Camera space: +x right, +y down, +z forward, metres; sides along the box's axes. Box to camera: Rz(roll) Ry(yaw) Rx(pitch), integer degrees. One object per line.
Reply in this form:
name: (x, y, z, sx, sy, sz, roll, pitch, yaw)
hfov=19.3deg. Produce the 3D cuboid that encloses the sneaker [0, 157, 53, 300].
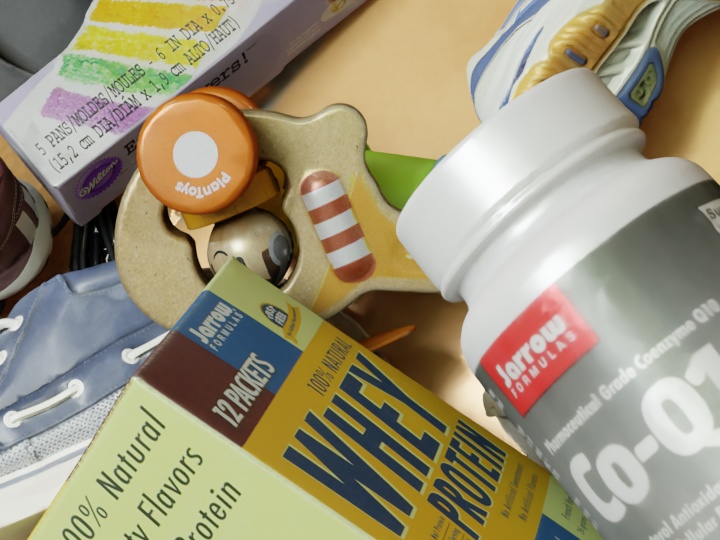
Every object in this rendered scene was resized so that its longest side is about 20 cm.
sneaker: (-0.234, -0.014, 0.892, 0.199, 0.116, 0.076, -19, 71, -6)

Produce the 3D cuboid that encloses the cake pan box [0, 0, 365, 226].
cake pan box: (-0.115, -0.145, 0.958, 0.200, 0.052, 0.184, -38, 68, -8)

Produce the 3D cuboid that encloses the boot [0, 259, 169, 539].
boot: (-0.145, 0.063, 0.894, 0.199, 0.073, 0.091, -23, 77, -7)

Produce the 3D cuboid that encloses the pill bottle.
pill bottle: (0.108, 0.033, 0.761, 0.114, 0.114, 0.200, -40, 77, 6)

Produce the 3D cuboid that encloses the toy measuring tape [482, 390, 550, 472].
toy measuring tape: (0.126, 0.106, 0.838, 0.074, 0.074, 0.200, -40, 71, 6)

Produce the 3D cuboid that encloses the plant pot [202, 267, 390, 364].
plant pot: (-0.065, 0.099, 0.924, 0.199, 0.027, 0.201, -3, 78, 16)

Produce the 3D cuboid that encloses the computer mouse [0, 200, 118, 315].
computer mouse: (-0.203, -0.035, 0.984, 0.199, 0.046, 0.141, -7, 78, 16)

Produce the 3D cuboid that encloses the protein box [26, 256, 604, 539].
protein box: (-0.030, 0.144, 0.786, 0.200, 0.135, 0.199, 34, 111, -1)

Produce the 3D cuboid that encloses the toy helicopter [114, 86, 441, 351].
toy helicopter: (0.000, 0.000, 0.853, 0.199, 0.079, 0.133, 6, 97, 1)

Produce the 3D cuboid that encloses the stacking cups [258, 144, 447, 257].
stacking cups: (0.052, -0.018, 0.903, 0.199, 0.061, 0.061, 9, 81, 14)

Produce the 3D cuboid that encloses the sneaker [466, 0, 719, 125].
sneaker: (0.117, -0.134, 0.884, 0.200, 0.075, 0.088, -46, 30, 3)
